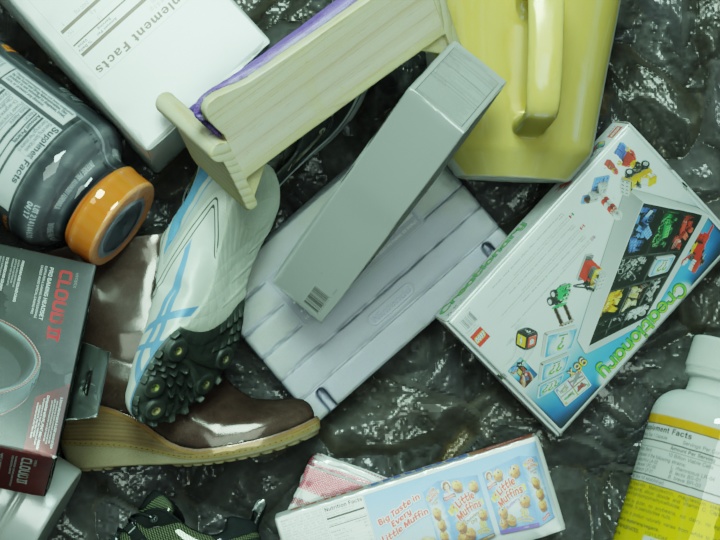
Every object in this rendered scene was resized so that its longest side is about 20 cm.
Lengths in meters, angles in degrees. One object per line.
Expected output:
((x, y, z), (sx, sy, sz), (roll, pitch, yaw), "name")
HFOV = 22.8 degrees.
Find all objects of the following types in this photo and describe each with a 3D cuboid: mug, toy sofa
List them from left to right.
((-0.036, -0.144, 1.202), (0.200, 0.098, 0.083), (-37, 45, -11), "toy sofa")
((0.104, -0.142, 1.273), (0.149, 0.186, 0.154), (3, 92, 28), "mug")

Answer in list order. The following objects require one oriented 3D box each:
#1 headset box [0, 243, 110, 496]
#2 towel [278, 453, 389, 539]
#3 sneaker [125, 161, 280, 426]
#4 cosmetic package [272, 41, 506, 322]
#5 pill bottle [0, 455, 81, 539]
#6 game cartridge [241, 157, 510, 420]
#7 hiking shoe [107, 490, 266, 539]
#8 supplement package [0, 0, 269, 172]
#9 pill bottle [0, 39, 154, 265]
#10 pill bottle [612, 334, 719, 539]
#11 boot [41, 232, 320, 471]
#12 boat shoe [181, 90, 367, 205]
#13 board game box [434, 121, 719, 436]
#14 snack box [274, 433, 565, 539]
((-0.270, 0.057, 1.201), (0.199, 0.075, 0.149), (13, 60, -9), "headset box")
((-0.003, 0.250, 1.313), (0.146, 0.030, 0.201), (20, 88, -1), "towel")
((-0.118, 0.012, 1.252), (0.072, 0.072, 0.201), (17, 82, 42), "sneaker")
((0.017, -0.059, 1.219), (0.051, 0.083, 0.200), (39, 128, 3), "cosmetic package")
((-0.303, 0.127, 1.264), (0.199, 0.111, 0.111), (30, 85, 0), "pill bottle")
((0.000, 0.000, 1.327), (0.200, 0.038, 0.130), (-40, 85, -4), "game cartridge")
((-0.162, 0.213, 1.294), (0.199, 0.076, 0.101), (-3, 65, 0), "hiking shoe")
((-0.173, -0.188, 1.287), (0.120, 0.121, 0.200), (-42, 90, -6), "supplement package")
((-0.242, -0.088, 1.269), (0.200, 0.106, 0.106), (37, 85, 11), "pill bottle")
((0.252, 0.154, 1.287), (0.112, 0.113, 0.201), (17, 86, -1), "pill bottle")
((-0.133, 0.056, 1.290), (0.199, 0.072, 0.168), (-5, 90, 5), "boot")
((-0.060, -0.108, 1.314), (0.070, 0.066, 0.200), (44, 86, 1), "boat shoe")
((0.167, 0.006, 1.317), (0.200, 0.035, 0.126), (-46, 105, -5), "board game box")
((0.043, 0.181, 1.289), (0.199, 0.024, 0.072), (-17, 90, -2), "snack box")
